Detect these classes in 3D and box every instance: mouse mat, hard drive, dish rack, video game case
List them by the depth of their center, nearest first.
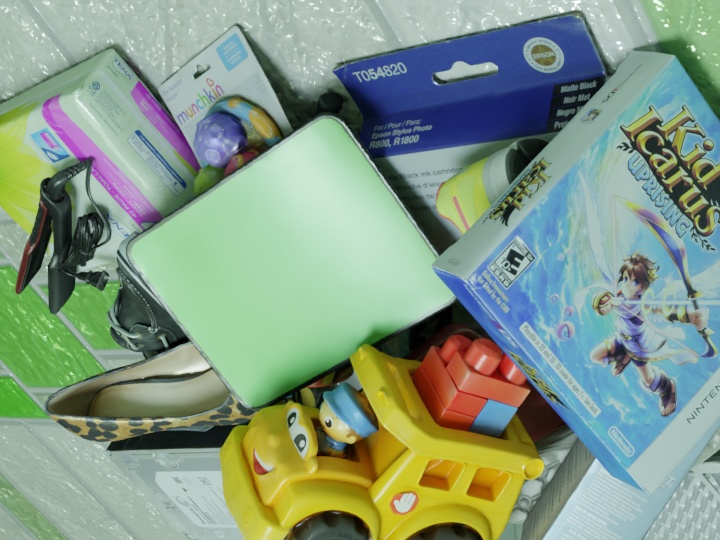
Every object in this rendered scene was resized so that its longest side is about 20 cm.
[{"bbox_3d":[0.169,0.004,0.797,0.200,0.181,0.045,48,169,-25],"label":"video game case"},{"bbox_3d":[-0.049,0.000,0.930,0.200,0.008,0.161,-30,104,25],"label":"mouse mat"},{"bbox_3d":[0.273,0.197,1.090,0.200,0.044,0.172,-11,130,43],"label":"dish rack"},{"bbox_3d":[-0.113,0.187,1.163,0.200,0.038,0.140,-7,130,40],"label":"hard drive"}]

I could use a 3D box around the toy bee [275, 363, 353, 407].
[{"bbox_3d":[-0.047,0.075,1.109,0.200,0.109,0.131,53,144,44],"label":"toy bee"}]

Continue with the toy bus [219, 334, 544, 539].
[{"bbox_3d":[0.027,0.117,0.929,0.200,0.136,0.192,15,118,-27],"label":"toy bus"}]

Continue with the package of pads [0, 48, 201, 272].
[{"bbox_3d":[-0.215,-0.079,1.068,0.200,0.068,0.155,-12,127,45],"label":"package of pads"}]

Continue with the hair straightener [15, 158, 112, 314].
[{"bbox_3d":[-0.226,-0.021,1.062,0.077,0.041,0.200,32,141,-1],"label":"hair straightener"}]

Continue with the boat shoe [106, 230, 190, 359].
[{"bbox_3d":[-0.163,0.038,1.053,0.072,0.071,0.200,50,170,23],"label":"boat shoe"}]

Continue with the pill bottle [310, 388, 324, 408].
[{"bbox_3d":[-0.089,0.144,1.221,0.200,0.113,0.113,33,146,-3],"label":"pill bottle"}]

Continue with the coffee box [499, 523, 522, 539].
[{"bbox_3d":[0.076,0.278,1.300,0.200,0.080,0.114,-4,134,39],"label":"coffee box"}]

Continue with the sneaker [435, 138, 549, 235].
[{"bbox_3d":[0.118,0.004,0.861,0.090,0.078,0.200,-10,120,43],"label":"sneaker"}]

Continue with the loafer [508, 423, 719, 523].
[{"bbox_3d":[0.190,0.136,1.024,0.200,0.070,0.070,-21,92,18],"label":"loafer"}]

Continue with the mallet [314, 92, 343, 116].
[{"bbox_3d":[-0.041,-0.059,0.999,0.041,0.066,0.200,49,135,21],"label":"mallet"}]

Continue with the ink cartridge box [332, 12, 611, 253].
[{"bbox_3d":[0.097,-0.064,0.885,0.200,0.041,0.200,-6,132,40],"label":"ink cartridge box"}]

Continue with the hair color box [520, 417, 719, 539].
[{"bbox_3d":[0.185,0.135,0.934,0.061,0.099,0.200,29,107,2],"label":"hair color box"}]

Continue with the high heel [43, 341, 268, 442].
[{"bbox_3d":[-0.148,0.083,1.015,0.142,0.071,0.200,5,151,-32],"label":"high heel"}]

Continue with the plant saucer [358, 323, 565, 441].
[{"bbox_3d":[0.069,0.127,1.059,0.200,0.037,0.200,-38,129,25],"label":"plant saucer"}]

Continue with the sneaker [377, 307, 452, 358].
[{"bbox_3d":[0.000,0.000,1.007,0.086,0.078,0.200,11,142,30],"label":"sneaker"}]

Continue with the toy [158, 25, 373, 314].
[{"bbox_3d":[-0.082,-0.058,0.951,0.115,0.047,0.200,-26,96,48],"label":"toy"}]
